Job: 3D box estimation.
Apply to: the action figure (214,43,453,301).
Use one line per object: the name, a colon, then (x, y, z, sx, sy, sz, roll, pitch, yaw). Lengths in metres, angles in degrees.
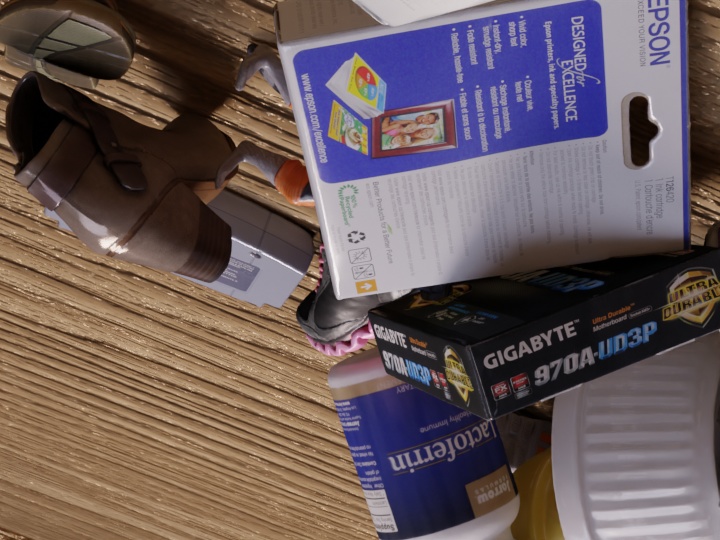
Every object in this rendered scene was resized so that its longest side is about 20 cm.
action figure: (0.023, -0.087, 1.055, 0.192, 0.105, 0.201, 13, 135, -4)

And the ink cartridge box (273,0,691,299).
ink cartridge box: (0.069, -0.073, 0.958, 0.198, 0.047, 0.198, -10, 138, 1)

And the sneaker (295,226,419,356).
sneaker: (0.000, 0.000, 1.311, 0.095, 0.079, 0.200, 45, 151, -14)

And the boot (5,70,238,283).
boot: (-0.148, -0.074, 1.122, 0.146, 0.070, 0.200, 33, -162, -28)

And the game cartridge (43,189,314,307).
game cartridge: (-0.136, -0.034, 1.378, 0.199, 0.041, 0.133, 22, 164, -8)

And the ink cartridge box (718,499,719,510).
ink cartridge box: (0.334, 0.172, 1.181, 0.144, 0.084, 0.200, -1, 144, 34)

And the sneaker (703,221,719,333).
sneaker: (0.280, 0.016, 1.096, 0.199, 0.081, 0.083, 21, 148, -34)

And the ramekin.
ramekin: (0.217, 0.125, 1.238, 0.104, 0.201, 0.200, -5, 150, 32)

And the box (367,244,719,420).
box: (0.106, 0.027, 1.080, 0.158, 0.046, 0.200, -20, -171, -13)

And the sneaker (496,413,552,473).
sneaker: (0.077, 0.141, 1.575, 0.199, 0.078, 0.112, 31, 156, -29)

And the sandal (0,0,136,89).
sandal: (-0.174, -0.148, 1.100, 0.080, 0.054, 0.200, 19, 175, -12)

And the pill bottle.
pill bottle: (0.056, 0.153, 1.420, 0.115, 0.201, 0.116, -19, -178, 1)

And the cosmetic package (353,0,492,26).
cosmetic package: (0.065, -0.174, 0.713, 0.081, 0.113, 0.199, 34, 158, -34)

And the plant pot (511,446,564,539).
plant pot: (0.234, 0.207, 1.463, 0.200, 0.202, 0.189, 26, 143, -19)
